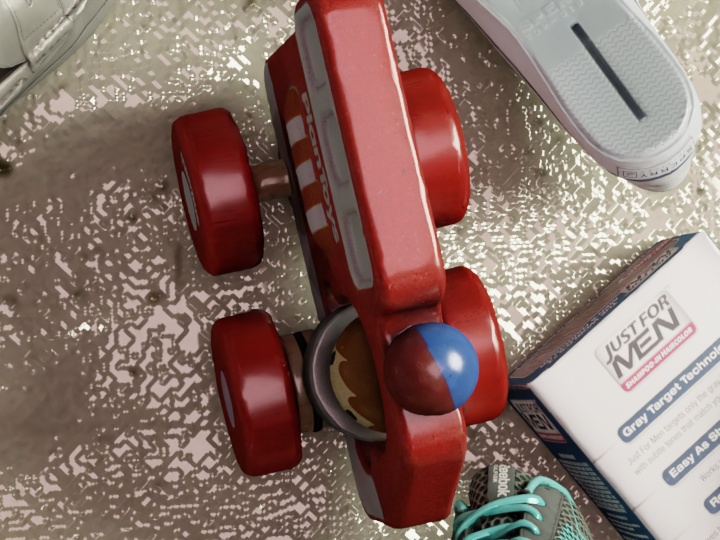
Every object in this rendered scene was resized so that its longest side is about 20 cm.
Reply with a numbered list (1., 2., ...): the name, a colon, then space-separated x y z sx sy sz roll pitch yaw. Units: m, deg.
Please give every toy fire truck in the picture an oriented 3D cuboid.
1. toy fire truck: 0.000 0.000 0.766 0.112 0.168 0.201 -12 89 -9

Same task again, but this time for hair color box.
1. hair color box: 0.161 0.091 0.842 0.100 0.061 0.200 -40 94 -9

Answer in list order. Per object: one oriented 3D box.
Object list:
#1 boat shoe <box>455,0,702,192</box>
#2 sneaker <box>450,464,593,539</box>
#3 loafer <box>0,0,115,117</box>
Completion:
1. boat shoe: 0.074 -0.114 0.837 0.073 0.067 0.200 -26 70 3
2. sneaker: 0.055 0.118 0.769 0.077 0.200 0.092 -17 76 9
3. loafer: -0.148 -0.099 0.797 0.070 0.070 0.200 36 82 -6
